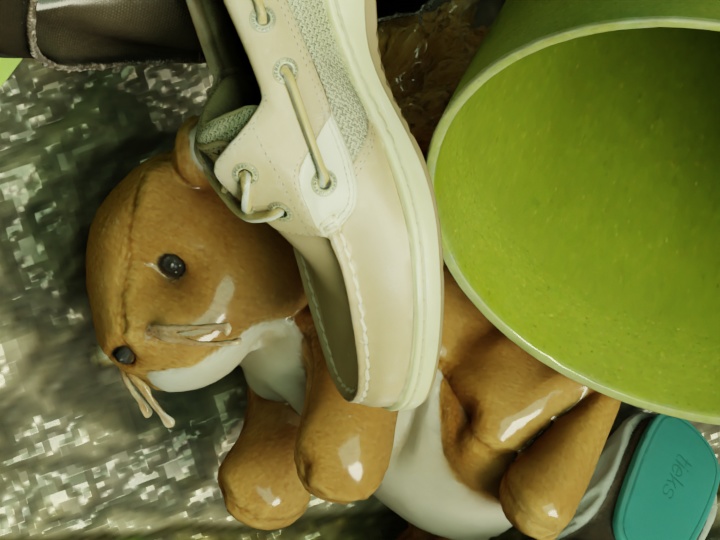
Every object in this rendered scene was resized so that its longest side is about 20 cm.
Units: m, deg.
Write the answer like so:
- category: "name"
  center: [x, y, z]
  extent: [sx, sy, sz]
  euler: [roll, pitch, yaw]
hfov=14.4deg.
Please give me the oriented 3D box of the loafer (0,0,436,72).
- category: "loafer"
  center: [-0.044, -0.105, 0.947]
  extent: [0.200, 0.071, 0.073]
  euler: [-18, 124, -44]

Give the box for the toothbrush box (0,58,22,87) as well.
- category: "toothbrush box"
  center: [-0.157, -0.146, 0.971]
  extent: [0.146, 0.086, 0.200]
  euler: [40, 77, -17]

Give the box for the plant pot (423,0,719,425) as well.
- category: "plant pot"
  center: [0.135, -0.083, 0.951]
  extent: [0.187, 0.187, 0.200]
  euler: [34, 49, -18]

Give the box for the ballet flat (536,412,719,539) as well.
- category: "ballet flat"
  center: [0.079, 0.120, 1.027]
  extent: [0.069, 0.069, 0.200]
  euler: [58, 31, -12]

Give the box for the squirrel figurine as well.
- category: "squirrel figurine"
  center: [0.000, 0.000, 1.025]
  extent: [0.186, 0.142, 0.200]
  euler: [31, 67, -8]

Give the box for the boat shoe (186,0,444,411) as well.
- category: "boat shoe"
  center: [-0.024, -0.045, 0.900]
  extent: [0.065, 0.072, 0.200]
  euler: [-18, 108, -20]
